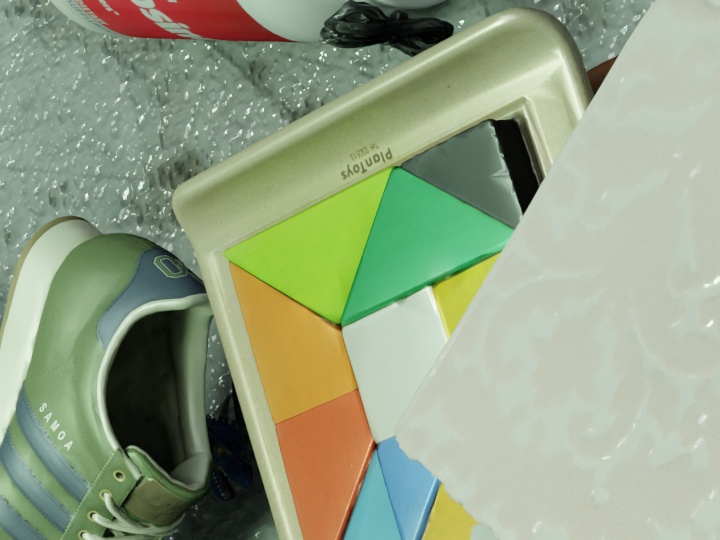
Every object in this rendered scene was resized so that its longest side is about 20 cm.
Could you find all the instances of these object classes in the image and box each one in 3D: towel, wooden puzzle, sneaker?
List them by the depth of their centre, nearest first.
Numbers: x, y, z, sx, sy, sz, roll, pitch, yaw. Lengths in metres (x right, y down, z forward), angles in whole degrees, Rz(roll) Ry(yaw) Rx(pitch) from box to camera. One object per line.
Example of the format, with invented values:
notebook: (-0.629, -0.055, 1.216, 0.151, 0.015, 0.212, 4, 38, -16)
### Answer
towel: (0.113, 0.019, 0.859, 0.192, 0.032, 0.200, -59, 39, 8)
wooden puzzle: (0.024, 0.034, 0.992, 0.184, 0.037, 0.201, -26, 80, 36)
sneaker: (-0.102, 0.085, 1.106, 0.089, 0.067, 0.202, 13, 95, 37)

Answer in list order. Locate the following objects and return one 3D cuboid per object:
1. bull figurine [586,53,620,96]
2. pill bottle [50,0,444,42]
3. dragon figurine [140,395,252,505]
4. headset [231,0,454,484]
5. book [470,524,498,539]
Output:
bull figurine: (0.117, -0.044, 1.000, 0.199, 0.121, 0.066, -19, 62, 34)
pill bottle: (-0.043, -0.150, 1.170, 0.199, 0.112, 0.113, 6, 77, 49)
dragon figurine: (-0.122, 0.050, 1.208, 0.100, 0.059, 0.200, -48, 54, 12)
headset: (0.000, 0.000, 1.102, 0.123, 0.094, 0.201, 18, 96, 42)
book: (0.088, 0.165, 0.865, 0.133, 0.048, 0.201, -3, 52, 17)
